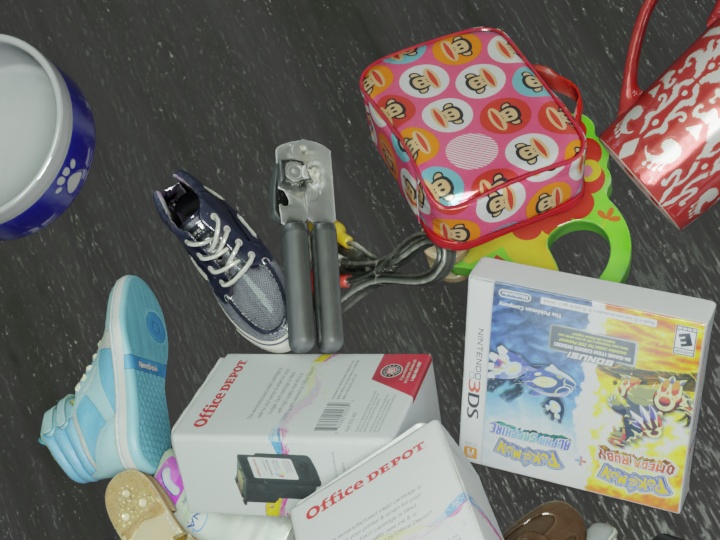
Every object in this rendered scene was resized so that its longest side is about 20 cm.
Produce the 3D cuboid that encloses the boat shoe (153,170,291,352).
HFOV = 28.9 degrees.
[{"bbox_3d":[-0.125,-0.009,1.289,0.075,0.093,0.200,-44,54,3],"label":"boat shoe"}]

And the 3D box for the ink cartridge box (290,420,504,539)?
[{"bbox_3d":[0.038,0.228,1.041,0.144,0.085,0.200,-33,33,8],"label":"ink cartridge box"}]

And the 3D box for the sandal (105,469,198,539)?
[{"bbox_3d":[-0.164,0.254,1.198,0.078,0.070,0.212,-46,64,5],"label":"sandal"}]

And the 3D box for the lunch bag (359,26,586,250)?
[{"bbox_3d":[0.107,-0.125,1.215,0.175,0.082,0.201,-22,51,-7],"label":"lunch bag"}]

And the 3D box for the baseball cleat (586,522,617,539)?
[{"bbox_3d":[0.128,0.277,1.176,0.106,0.070,0.200,37,89,21],"label":"baseball cleat"}]

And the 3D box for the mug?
[{"bbox_3d":[0.302,-0.154,1.201,0.200,0.133,0.178,-43,54,9],"label":"mug"}]

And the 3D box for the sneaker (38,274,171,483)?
[{"bbox_3d":[-0.253,0.108,1.335,0.130,0.079,0.201,-18,61,24],"label":"sneaker"}]

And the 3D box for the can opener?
[{"bbox_3d":[-0.050,-0.020,1.265,0.053,0.067,0.201,1,74,-18],"label":"can opener"}]

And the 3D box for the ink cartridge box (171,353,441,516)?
[{"bbox_3d":[-0.043,0.141,1.216,0.199,0.146,0.083,-1,117,18],"label":"ink cartridge box"}]

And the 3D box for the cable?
[{"bbox_3d":[0.000,0.000,1.256,0.199,0.050,0.098,9,86,52],"label":"cable"}]

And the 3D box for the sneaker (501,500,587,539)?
[{"bbox_3d":[0.114,0.259,1.084,0.070,0.076,0.200,42,73,5],"label":"sneaker"}]

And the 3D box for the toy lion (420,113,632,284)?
[{"bbox_3d":[0.161,-0.050,1.253,0.200,0.069,0.192,36,82,21],"label":"toy lion"}]

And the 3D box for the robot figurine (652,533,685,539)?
[{"bbox_3d":[0.237,0.314,1.106,0.150,0.125,0.201,17,83,31],"label":"robot figurine"}]

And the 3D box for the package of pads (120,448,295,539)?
[{"bbox_3d":[-0.147,0.281,1.263,0.154,0.068,0.201,25,86,22],"label":"package of pads"}]

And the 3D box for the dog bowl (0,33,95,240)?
[{"bbox_3d":[-0.375,-0.134,1.428,0.199,0.079,0.202,-4,75,16],"label":"dog bowl"}]

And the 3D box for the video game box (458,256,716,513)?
[{"bbox_3d":[0.182,0.095,1.163,0.199,0.047,0.183,11,120,20],"label":"video game box"}]
